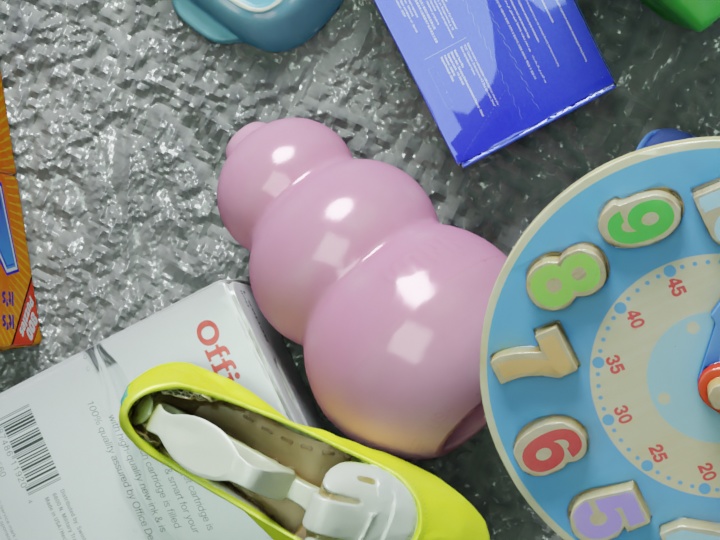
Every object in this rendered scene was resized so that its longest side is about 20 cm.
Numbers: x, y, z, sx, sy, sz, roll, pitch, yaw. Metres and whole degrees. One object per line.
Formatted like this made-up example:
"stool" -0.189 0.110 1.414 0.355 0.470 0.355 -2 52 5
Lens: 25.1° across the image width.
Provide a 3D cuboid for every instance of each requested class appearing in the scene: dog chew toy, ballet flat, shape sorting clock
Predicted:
"dog chew toy" 0.000 0.000 0.844 0.124 0.124 0.200 -43 74 8
"ballet flat" -0.032 0.105 0.787 0.199 0.067 0.067 26 92 9
"shape sorting clock" 0.147 0.045 0.662 0.199 0.039 0.201 3 106 9

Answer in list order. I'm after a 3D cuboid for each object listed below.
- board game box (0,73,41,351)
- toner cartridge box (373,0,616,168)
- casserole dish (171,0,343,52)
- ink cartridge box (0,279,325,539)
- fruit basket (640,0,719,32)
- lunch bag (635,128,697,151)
"board game box" -0.314 -0.040 0.861 0.199 0.200 0.201 -10 87 12
"toner cartridge box" 0.047 -0.164 0.848 0.095 0.043 0.201 -27 96 3
"casserole dish" -0.038 -0.217 0.893 0.121 0.039 0.200 38 97 10
"ink cartridge box" -0.118 0.112 0.878 0.199 0.084 0.147 -26 85 8
"fruit basket" 0.161 -0.249 0.808 0.214 0.156 0.217 0 103 0
"lunch bag" 0.179 0.006 0.770 0.135 0.200 0.133 21 111 9
